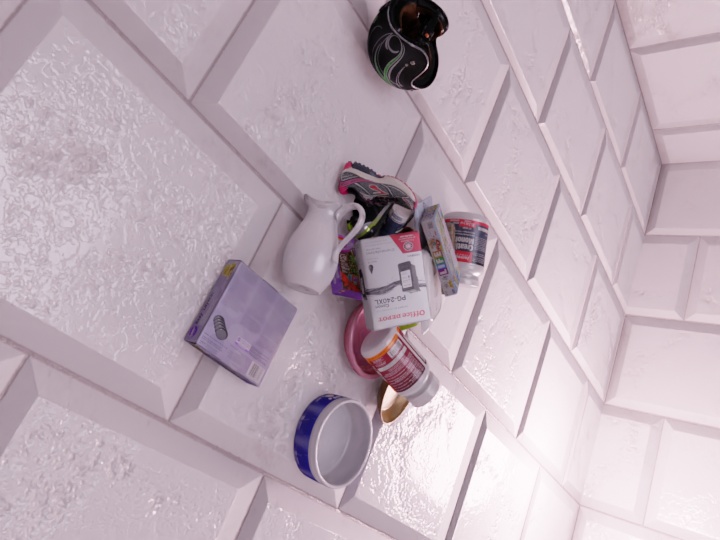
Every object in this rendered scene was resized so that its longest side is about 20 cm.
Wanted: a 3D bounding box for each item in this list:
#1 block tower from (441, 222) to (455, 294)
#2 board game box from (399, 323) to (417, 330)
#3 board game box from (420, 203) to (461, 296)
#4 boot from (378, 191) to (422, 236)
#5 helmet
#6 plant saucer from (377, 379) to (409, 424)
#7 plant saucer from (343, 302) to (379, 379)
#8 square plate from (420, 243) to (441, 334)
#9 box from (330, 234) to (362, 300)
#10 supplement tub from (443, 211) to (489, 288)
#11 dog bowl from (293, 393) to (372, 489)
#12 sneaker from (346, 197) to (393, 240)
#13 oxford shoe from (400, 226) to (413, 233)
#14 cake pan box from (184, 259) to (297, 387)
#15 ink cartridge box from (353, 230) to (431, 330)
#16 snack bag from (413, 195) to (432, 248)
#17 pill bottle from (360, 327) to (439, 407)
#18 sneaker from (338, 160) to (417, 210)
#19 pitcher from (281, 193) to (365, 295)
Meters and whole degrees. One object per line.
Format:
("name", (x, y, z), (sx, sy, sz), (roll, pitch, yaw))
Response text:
("block tower", (0.233, -0.037, 1.601), (0.054, 0.056, 0.207), (-17, 104, -70))
("board game box", (0.094, 0.032, 1.420), (0.205, 0.047, 0.101), (69, 22, -7))
("board game box", (0.209, -0.054, 1.482), (0.135, 0.033, 0.205), (-55, 128, -65))
("boot", (0.100, -0.145, 1.523), (0.091, 0.072, 0.200), (-57, 174, 31))
("helmet", (0.111, -0.541, 1.402), (0.194, 0.191, 0.206), (4, 72, -13))
("plant saucer", (0.099, 0.307, 1.538), (0.199, 0.035, 0.205), (-38, 140, -40))
("plant saucer", (0.025, 0.168, 1.465), (0.198, 0.050, 0.207), (-7, 99, -48))
("square plate", (0.179, 0.039, 1.474), (0.200, 0.028, 0.205), (-33, 119, -69))
("box", (0.000, 0.000, 1.393), (0.197, 0.039, 0.141), (15, 58, -48))
("supplement tub", (0.297, -0.059, 1.690), (0.138, 0.138, 0.206), (13, 83, -48))
("dog bowl", (-0.062, 0.399, 1.364), (0.197, 0.077, 0.207), (-5, 97, -48))
("sneaker", (0.026, -0.160, 1.423), (0.083, 0.071, 0.202), (42, 49, -17))
("oxford shoe", (0.141, -0.027, 1.582), (0.073, 0.069, 0.206), (-48, 133, -58))
("cake pan box", (-0.232, 0.110, 1.169), (0.200, 0.051, 0.188), (44, 63, -41))
("ink cartridge box", (0.073, 0.025, 1.310), (0.141, 0.083, 0.206), (-9, 89, -12))
("snack bag", (0.166, -0.089, 1.519), (0.200, 0.021, 0.195), (-35, 123, -68))
("pill bottle", (0.098, 0.229, 1.396), (0.201, 0.109, 0.110), (49, 57, -16))
("sneaker", (0.042, -0.184, 1.377), (0.081, 0.195, 0.076), (90, 23, -72))
("pitcher", (-0.079, -0.054, 1.238), (0.121, 0.168, 0.205), (33, 68, -50))
